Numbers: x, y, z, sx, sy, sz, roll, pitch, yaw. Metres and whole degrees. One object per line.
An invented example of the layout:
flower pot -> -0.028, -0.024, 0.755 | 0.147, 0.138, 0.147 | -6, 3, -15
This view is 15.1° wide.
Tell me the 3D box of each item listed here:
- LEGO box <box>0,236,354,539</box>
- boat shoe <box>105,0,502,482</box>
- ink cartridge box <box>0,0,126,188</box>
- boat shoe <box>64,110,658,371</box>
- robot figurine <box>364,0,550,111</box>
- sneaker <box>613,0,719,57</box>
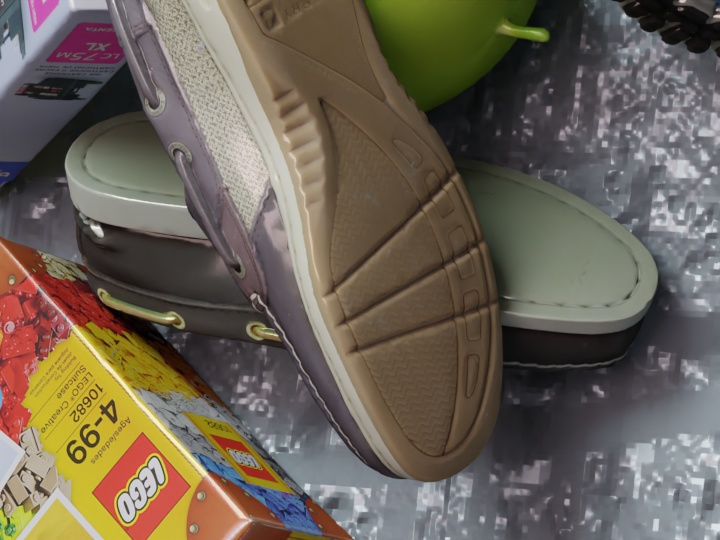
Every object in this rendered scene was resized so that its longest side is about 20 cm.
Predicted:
LEGO box -> -0.123, 0.114, 0.918 | 0.149, 0.077, 0.200 | 45, 102, 28
boat shoe -> -0.020, -0.029, 0.813 | 0.065, 0.072, 0.200 | -15, 103, 47
ink cartridge box -> -0.121, -0.106, 0.923 | 0.200, 0.042, 0.119 | 143, 121, -62
boat shoe -> 0.000, 0.000, 0.887 | 0.201, 0.072, 0.061 | 14, 129, 19
robot figurine -> -0.013, -0.134, 0.888 | 0.175, 0.116, 0.200 | -32, 66, 14
sneaker -> 0.066, -0.136, 0.816 | 0.078, 0.200, 0.090 | -22, 55, 47
